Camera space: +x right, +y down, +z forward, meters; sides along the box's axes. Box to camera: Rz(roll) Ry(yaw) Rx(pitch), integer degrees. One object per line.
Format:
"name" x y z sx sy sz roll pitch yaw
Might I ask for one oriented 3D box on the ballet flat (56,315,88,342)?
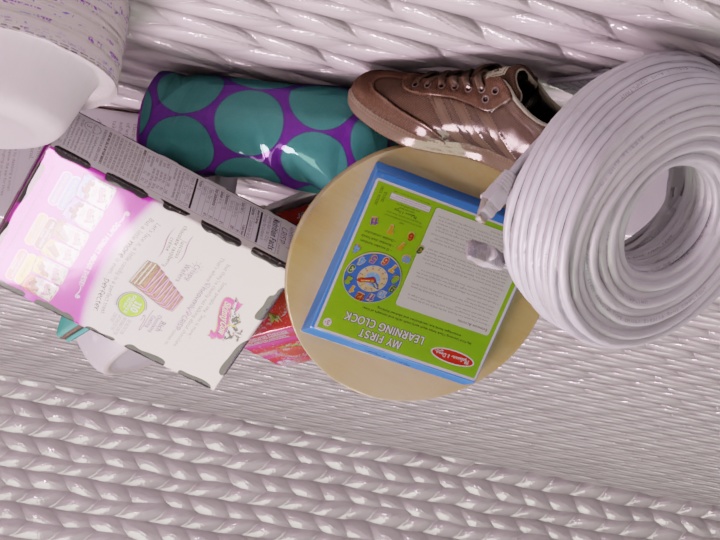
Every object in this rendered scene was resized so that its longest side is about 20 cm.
"ballet flat" -0.180 -0.012 1.389 0.200 0.071 0.067 -28 -170 31

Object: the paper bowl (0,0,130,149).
"paper bowl" -0.258 -0.146 1.167 0.200 0.105 0.201 7 169 1

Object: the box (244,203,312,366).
"box" 0.000 0.000 1.388 0.199 0.100 0.095 -14 160 21

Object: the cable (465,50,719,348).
"cable" 0.186 -0.045 1.149 0.200 0.200 0.069 32 -174 -44

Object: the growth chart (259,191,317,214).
"growth chart" 0.010 -0.042 1.448 0.144 0.018 0.200 -17 159 26

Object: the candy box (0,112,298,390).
"candy box" -0.161 -0.014 1.294 0.200 0.061 0.136 28 124 -13

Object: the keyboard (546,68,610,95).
"keyboard" 0.222 -0.108 1.259 0.200 0.011 0.056 17 164 -36

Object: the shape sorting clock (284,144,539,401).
"shape sorting clock" 0.043 0.002 1.273 0.199 0.201 0.039 12 -166 -19

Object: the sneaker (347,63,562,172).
"sneaker" 0.087 -0.115 1.211 0.200 0.076 0.070 22 -149 19

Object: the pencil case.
"pencil case" -0.062 -0.095 1.306 0.199 0.093 0.085 8 -159 8

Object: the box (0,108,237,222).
"box" -0.212 -0.066 1.494 0.199 0.107 0.152 8 167 1

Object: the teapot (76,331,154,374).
"teapot" -0.213 0.004 1.756 0.197 0.146 0.200 -16 167 -48

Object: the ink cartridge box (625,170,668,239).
"ink cartridge box" 0.256 -0.041 1.328 0.200 0.083 0.146 7 168 36
